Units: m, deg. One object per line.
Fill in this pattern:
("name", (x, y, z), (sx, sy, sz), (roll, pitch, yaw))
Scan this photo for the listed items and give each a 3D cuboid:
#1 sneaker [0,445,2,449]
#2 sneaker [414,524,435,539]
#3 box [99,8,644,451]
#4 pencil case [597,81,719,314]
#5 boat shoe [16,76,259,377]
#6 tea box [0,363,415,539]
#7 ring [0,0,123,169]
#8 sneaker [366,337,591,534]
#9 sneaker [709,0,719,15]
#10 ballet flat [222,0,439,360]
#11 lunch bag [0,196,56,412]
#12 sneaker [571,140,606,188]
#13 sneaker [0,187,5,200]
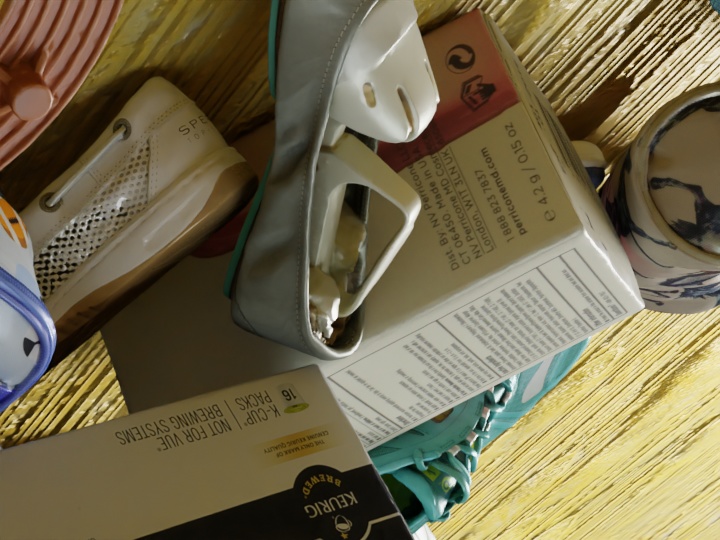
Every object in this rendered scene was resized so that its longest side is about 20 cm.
("sneaker", (-0.194, 0.090, 1.018), (0.074, 0.080, 0.200), (-23, 165, -4))
("sneaker", (-0.014, 0.096, 1.109), (0.071, 0.201, 0.072), (6, -142, 39))
("box", (0.000, 0.000, 0.972), (0.199, 0.110, 0.128), (-27, 159, 9))
("pencil case", (0.154, -0.028, 1.048), (0.089, 0.078, 0.200), (-7, 173, -1))
("boat shoe", (-0.133, 0.002, 0.891), (0.200, 0.069, 0.071), (-38, 176, 8))
("tea box", (-0.072, 0.164, 0.832), (0.199, 0.198, 0.134), (-13, 156, -42))
("ring", (-0.151, -0.084, 0.630), (0.199, 0.019, 0.202), (-16, 130, -19))
("sneaker", (0.033, 0.079, 1.046), (0.200, 0.080, 0.078), (-43, 122, -3))
("sneaker", (0.211, -0.085, 1.012), (0.079, 0.096, 0.200), (-33, 157, 24))
("ballet flat", (-0.002, -0.051, 0.836), (0.067, 0.063, 0.201), (-45, 156, -47))
("lunch bag", (-0.202, 0.000, 0.734), (0.160, 0.076, 0.200), (-35, 135, 17))
("sneaker", (0.058, 0.018, 1.108), (0.075, 0.085, 0.200), (-5, 151, -40))
("sneaker", (-0.205, 0.018, 0.840), (0.200, 0.079, 0.089), (-40, 151, 22))
